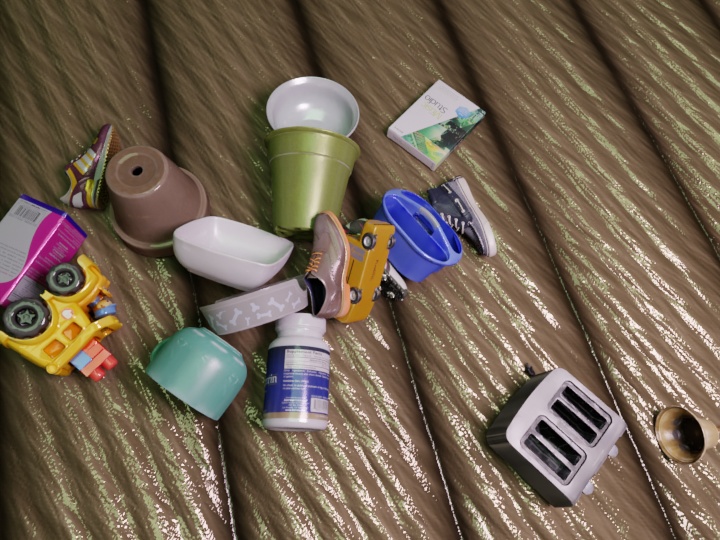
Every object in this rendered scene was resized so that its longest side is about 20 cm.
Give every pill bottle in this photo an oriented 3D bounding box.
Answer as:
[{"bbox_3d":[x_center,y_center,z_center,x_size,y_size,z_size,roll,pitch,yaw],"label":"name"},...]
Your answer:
[{"bbox_3d":[-0.113,0.185,0.911,0.115,0.116,0.201,2,68,-3],"label":"pill bottle"}]

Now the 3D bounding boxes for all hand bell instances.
[{"bbox_3d":[0.680,0.306,0.952,0.199,0.104,0.104,2,68,-17],"label":"hand bell"}]

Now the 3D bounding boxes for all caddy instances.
[{"bbox_3d":[0.114,-0.077,1.007,0.200,0.105,0.141,50,43,13],"label":"caddy"}]

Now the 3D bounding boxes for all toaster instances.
[{"bbox_3d":[0.344,0.289,0.903,0.200,0.119,0.181,43,71,12],"label":"toaster"}]

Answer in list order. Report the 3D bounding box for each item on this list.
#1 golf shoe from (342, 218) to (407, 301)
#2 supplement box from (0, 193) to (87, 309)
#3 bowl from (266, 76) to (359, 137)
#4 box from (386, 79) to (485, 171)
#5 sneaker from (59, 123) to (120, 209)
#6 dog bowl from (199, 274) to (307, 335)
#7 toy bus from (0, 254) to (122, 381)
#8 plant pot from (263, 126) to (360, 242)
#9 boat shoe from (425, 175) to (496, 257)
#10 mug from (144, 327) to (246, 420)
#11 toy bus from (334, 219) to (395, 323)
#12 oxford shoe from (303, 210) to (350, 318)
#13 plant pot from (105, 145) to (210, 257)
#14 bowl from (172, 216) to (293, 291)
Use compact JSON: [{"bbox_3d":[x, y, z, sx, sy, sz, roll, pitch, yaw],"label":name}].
[{"bbox_3d":[0.037,-0.028,1.029,0.088,0.077,0.200,-37,77,-25],"label":"golf shoe"},{"bbox_3d":[-0.641,-0.026,0.960,0.101,0.103,0.200,23,68,4],"label":"supplement box"},{"bbox_3d":[-0.106,-0.326,1.119,0.200,0.090,0.202,3,63,-5],"label":"bowl"},{"bbox_3d":[0.179,-0.345,1.181,0.144,0.036,0.200,39,72,11],"label":"box"},{"bbox_3d":[-0.572,-0.226,1.058,0.090,0.075,0.201,5,67,-8],"label":"sneaker"},{"bbox_3d":[-0.187,0.063,0.916,0.200,0.200,0.059,-17,93,-10],"label":"dog bowl"},{"bbox_3d":[-0.510,0.101,0.914,0.192,0.136,0.200,39,68,-3],"label":"toy bus"},{"bbox_3d":[-0.107,-0.162,1.021,0.199,0.200,0.191,6,80,-2],"label":"plant pot"},{"bbox_3d":[0.211,-0.105,1.078,0.093,0.075,0.200,-19,64,-4],"label":"boat shoe"},{"bbox_3d":[-0.290,0.162,0.884,0.185,0.152,0.115,34,73,5],"label":"mug"},{"bbox_3d":[0.000,0.000,0.952,0.078,0.065,0.200,28,111,38],"label":"toy bus"},{"bbox_3d":[-0.065,-0.012,0.916,0.073,0.071,0.201,-3,84,-47],"label":"oxford shoe"},{"bbox_3d":[-0.413,-0.149,0.987,0.200,0.175,0.201,1,69,-3],"label":"plant pot"},{"bbox_3d":[-0.244,-0.030,0.964,0.200,0.200,0.075,20,108,2],"label":"bowl"}]
